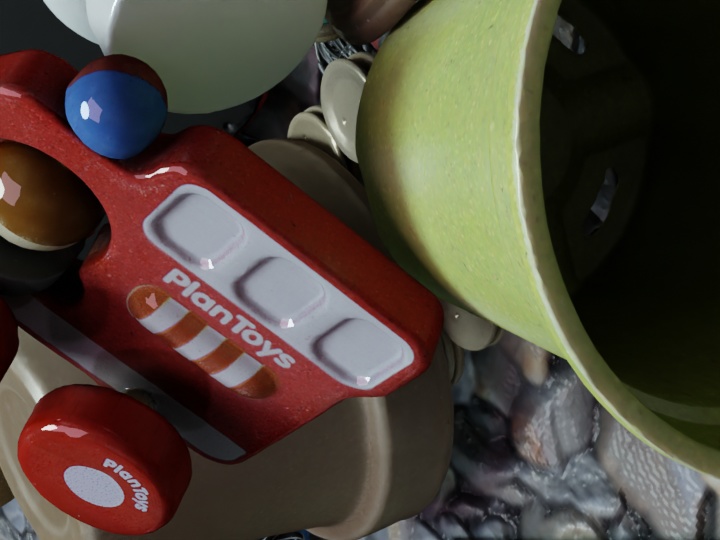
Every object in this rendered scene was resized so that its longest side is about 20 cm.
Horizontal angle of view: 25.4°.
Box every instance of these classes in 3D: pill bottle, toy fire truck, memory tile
[{"bbox_3d":[-0.085,-0.156,0.617,0.201,0.112,0.113,62,145,37],"label":"pill bottle"},{"bbox_3d":[-0.086,-0.006,0.582,0.200,0.113,0.168,39,137,-15],"label":"toy fire truck"},{"bbox_3d":[0.000,0.000,0.781,0.154,0.017,0.200,60,150,14],"label":"memory tile"}]

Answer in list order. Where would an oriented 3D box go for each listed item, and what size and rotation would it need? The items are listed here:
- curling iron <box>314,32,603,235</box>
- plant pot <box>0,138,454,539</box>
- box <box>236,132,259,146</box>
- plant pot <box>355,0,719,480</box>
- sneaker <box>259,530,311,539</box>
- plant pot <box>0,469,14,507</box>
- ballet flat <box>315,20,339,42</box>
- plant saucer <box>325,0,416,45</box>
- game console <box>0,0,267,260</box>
[{"bbox_3d":[0.042,-0.066,0.712,0.200,0.025,0.050,40,137,40],"label":"curling iron"},{"bbox_3d":[-0.080,0.058,0.762,0.200,0.174,0.202,39,141,41],"label":"plant pot"},{"bbox_3d":[-0.158,-0.013,0.938,0.199,0.049,0.200,26,100,46],"label":"box"},{"bbox_3d":[0.092,-0.044,0.531,0.184,0.199,0.203,10,111,65],"label":"plant pot"},{"bbox_3d":[-0.066,0.132,0.896,0.201,0.078,0.089,62,146,17],"label":"sneaker"},{"bbox_3d":[-0.308,0.073,1.146,0.186,0.186,0.202,24,134,48],"label":"plant pot"},{"bbox_3d":[-0.056,-0.170,0.750,0.201,0.067,0.073,56,159,21],"label":"ballet flat"},{"bbox_3d":[0.021,-0.184,0.600,0.200,0.029,0.202,-163,90,-73],"label":"plant saucer"},{"bbox_3d":[-0.172,-0.090,0.804,0.177,0.199,0.031,-44,25,29],"label":"game console"}]
